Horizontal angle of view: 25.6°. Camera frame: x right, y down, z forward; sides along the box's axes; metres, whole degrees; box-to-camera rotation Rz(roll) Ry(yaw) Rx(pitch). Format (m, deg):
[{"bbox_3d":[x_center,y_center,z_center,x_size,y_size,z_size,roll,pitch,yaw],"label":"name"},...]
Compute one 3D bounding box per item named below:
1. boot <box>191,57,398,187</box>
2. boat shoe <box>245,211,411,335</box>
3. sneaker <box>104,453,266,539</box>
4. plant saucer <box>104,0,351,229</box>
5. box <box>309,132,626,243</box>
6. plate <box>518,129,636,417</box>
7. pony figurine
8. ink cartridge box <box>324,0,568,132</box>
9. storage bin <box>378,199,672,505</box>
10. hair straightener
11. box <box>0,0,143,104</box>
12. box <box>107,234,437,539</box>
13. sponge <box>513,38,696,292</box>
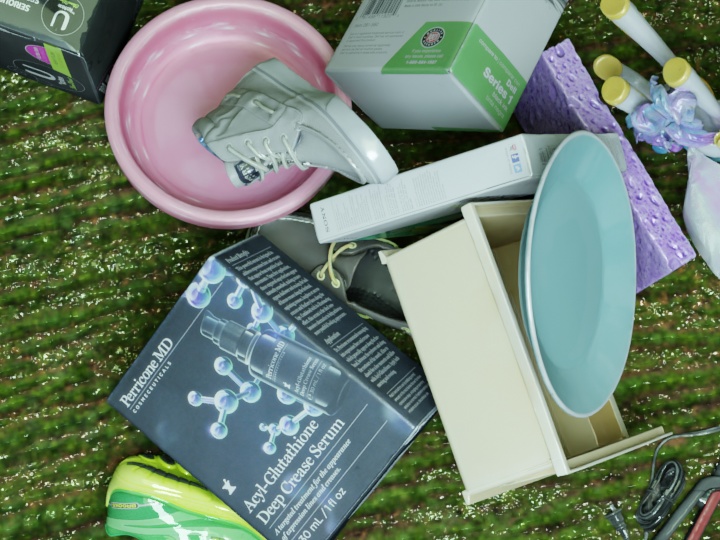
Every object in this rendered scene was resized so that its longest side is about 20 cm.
[{"bbox_3d":[-0.055,-0.090,1.193,0.096,0.200,0.074,-41,125,-8],"label":"boot"},{"bbox_3d":[0.000,0.000,1.282,0.201,0.061,0.072,23,81,3],"label":"boat shoe"},{"bbox_3d":[-0.109,0.214,1.248,0.200,0.074,0.084,26,106,1],"label":"sneaker"},{"bbox_3d":[-0.108,-0.125,1.300,0.200,0.051,0.201,1,72,-3],"label":"plant saucer"},{"bbox_3d":[0.082,-0.062,1.206,0.200,0.144,0.036,-15,85,38],"label":"box"},{"bbox_3d":[0.149,0.003,1.112,0.026,0.200,0.201,0,78,29],"label":"plate"},{"bbox_3d":[0.273,-0.112,1.220,0.167,0.200,0.193,-48,41,17],"label":"pony figurine"},{"bbox_3d":[0.083,-0.216,1.261,0.084,0.146,0.200,42,68,-37],"label":"ink cartridge box"},{"bbox_3d":[0.131,0.056,1.202,0.094,0.198,0.200,-26,79,33],"label":"storage bin"},{"bbox_3d":[0.235,0.203,1.258,0.077,0.041,0.200,32,81,5],"label":"hair straightener"},{"bbox_3d":[-0.237,-0.261,1.281,0.124,0.149,0.200,20,80,1],"label":"box"},{"bbox_3d":[-0.061,0.096,1.209,0.200,0.107,0.149,39,108,7],"label":"box"},{"bbox_3d":[0.188,-0.077,1.271,0.030,0.112,0.200,-27,81,-16],"label":"sponge"}]
